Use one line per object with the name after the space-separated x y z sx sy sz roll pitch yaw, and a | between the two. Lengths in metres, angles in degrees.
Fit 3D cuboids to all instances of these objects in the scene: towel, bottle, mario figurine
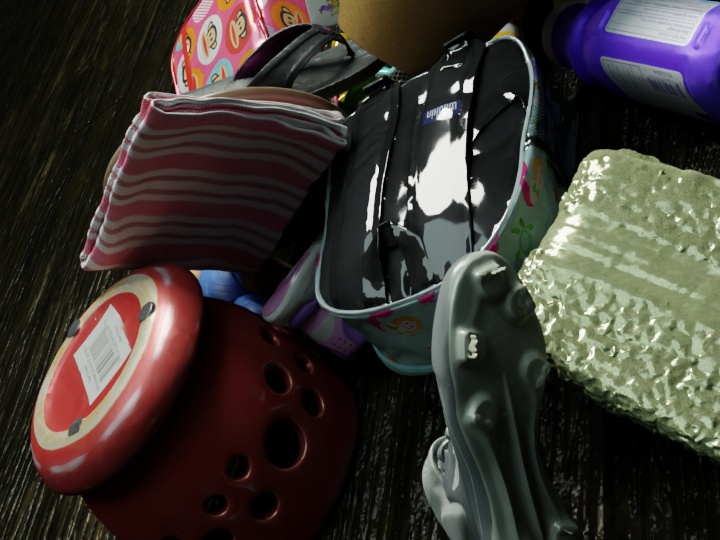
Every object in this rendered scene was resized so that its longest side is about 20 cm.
0.175 0.020 0.592 0.198 0.037 0.149 25 72 33 | towel
0.195 -0.145 0.743 0.066 0.083 0.200 -61 30 3 | bottle
-0.139 0.014 1.004 0.199 0.106 0.125 19 76 56 | mario figurine
-0.107 -0.050 0.787 0.200 0.144 0.030 -52 45 48 | towel

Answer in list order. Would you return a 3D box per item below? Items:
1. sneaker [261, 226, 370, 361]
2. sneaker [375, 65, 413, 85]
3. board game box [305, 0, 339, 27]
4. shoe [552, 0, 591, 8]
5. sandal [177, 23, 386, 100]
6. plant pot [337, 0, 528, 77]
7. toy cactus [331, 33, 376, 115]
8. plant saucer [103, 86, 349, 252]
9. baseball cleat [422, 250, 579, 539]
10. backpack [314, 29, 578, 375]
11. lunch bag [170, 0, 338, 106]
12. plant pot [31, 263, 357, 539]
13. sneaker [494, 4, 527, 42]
0.000 0.000 0.867 0.081 0.088 0.201 -49 5 37 | sneaker
0.051 -0.206 0.984 0.077 0.091 0.202 -32 37 27 | sneaker
0.062 -0.268 0.948 0.196 0.065 0.148 -9 22 19 | board game box
0.207 -0.287 0.895 0.069 0.053 0.202 11 68 55 | shoe
-0.068 -0.150 0.854 0.197 0.049 0.076 -20 33 -3 | sandal
0.067 -0.242 0.781 0.202 0.184 0.187 -62 27 21 | plant pot
-0.041 -0.124 1.038 0.166 0.101 0.201 -52 40 20 | toy cactus
-0.091 -0.062 0.836 0.199 0.199 0.030 -33 58 28 | plant saucer
0.060 0.087 0.604 0.069 0.204 0.106 -18 13 -29 | baseball cleat
0.061 -0.030 0.736 0.175 0.151 0.202 -21 37 31 | backpack
-0.105 -0.157 0.998 0.176 0.081 0.203 -41 52 40 | lunch bag
-0.130 0.113 0.824 0.199 0.182 0.203 -34 36 30 | plant pot
0.111 -0.154 0.886 0.089 0.076 0.201 15 53 21 | sneaker
